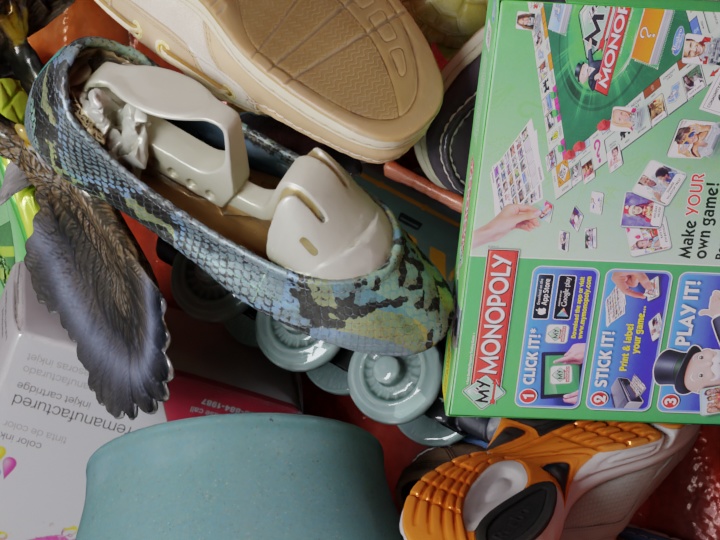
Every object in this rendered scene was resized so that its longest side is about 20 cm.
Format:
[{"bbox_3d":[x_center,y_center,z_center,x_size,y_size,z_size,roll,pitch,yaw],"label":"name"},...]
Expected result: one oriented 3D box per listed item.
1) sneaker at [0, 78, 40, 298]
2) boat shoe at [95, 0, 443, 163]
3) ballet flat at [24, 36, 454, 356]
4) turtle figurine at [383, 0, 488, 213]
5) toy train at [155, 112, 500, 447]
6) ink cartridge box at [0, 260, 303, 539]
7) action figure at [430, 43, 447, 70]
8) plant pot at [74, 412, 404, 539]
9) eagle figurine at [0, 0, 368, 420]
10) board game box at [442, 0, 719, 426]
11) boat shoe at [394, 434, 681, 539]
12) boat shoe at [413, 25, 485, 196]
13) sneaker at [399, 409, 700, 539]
[{"bbox_3d":[-0.172,-0.010,1.392,0.083,0.074,0.201,-8,94,28],"label":"sneaker"},{"bbox_3d":[-0.046,-0.104,1.159,0.200,0.074,0.069,40,151,23],"label":"boat shoe"},{"bbox_3d":[-0.047,-0.033,1.131,0.200,0.074,0.074,27,112,3],"label":"ballet flat"},{"bbox_3d":[0.044,-0.138,1.188,0.161,0.064,0.200,-37,90,-15],"label":"turtle figurine"},{"bbox_3d":[0.000,0.000,1.279,0.200,0.085,0.114,28,88,26],"label":"toy train"},{"bbox_3d":[-0.129,0.115,1.342,0.147,0.086,0.200,16,110,-15],"label":"ink cartridge box"},{"bbox_3d":[0.086,-0.047,1.239,0.200,0.065,0.052,50,141,13],"label":"action figure"},{"bbox_3d":[-0.051,0.168,1.209,0.200,0.200,0.188,-18,67,32],"label":"plant pot"},{"bbox_3d":[-0.110,-0.042,1.240,0.200,0.151,0.152,37,127,13],"label":"eagle figurine"},{"bbox_3d":[0.110,-0.026,1.135,0.134,0.029,0.200,3,123,-5],"label":"board game box"},{"bbox_3d":[0.097,0.146,1.256,0.200,0.072,0.072,30,113,24],"label":"boat shoe"},{"bbox_3d":[0.117,-0.087,1.151,0.065,0.200,0.072,49,162,60],"label":"boat shoe"},{"bbox_3d":[0.080,0.108,1.194,0.076,0.200,0.092,23,125,30],"label":"sneaker"}]
